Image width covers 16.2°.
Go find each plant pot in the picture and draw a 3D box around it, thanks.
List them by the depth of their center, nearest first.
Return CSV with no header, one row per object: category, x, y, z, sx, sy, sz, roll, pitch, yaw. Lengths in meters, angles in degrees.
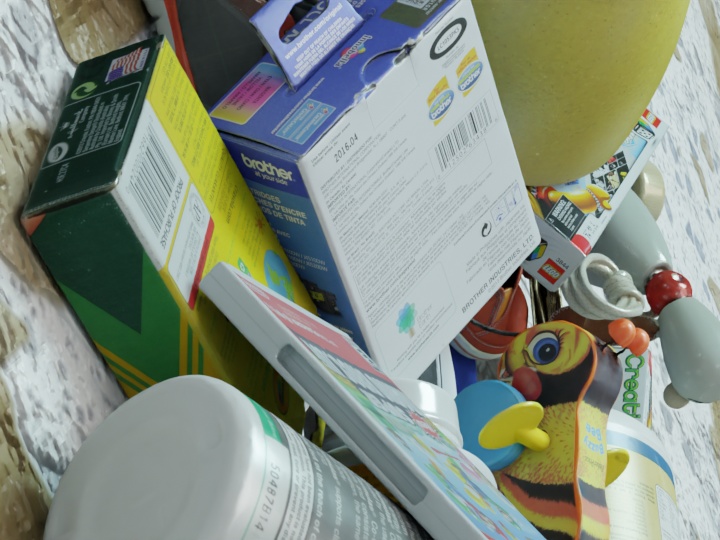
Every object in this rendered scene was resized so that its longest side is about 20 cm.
plant pot,0.100,-0.166,1.348,0.200,0.142,0.200,15,55,-23

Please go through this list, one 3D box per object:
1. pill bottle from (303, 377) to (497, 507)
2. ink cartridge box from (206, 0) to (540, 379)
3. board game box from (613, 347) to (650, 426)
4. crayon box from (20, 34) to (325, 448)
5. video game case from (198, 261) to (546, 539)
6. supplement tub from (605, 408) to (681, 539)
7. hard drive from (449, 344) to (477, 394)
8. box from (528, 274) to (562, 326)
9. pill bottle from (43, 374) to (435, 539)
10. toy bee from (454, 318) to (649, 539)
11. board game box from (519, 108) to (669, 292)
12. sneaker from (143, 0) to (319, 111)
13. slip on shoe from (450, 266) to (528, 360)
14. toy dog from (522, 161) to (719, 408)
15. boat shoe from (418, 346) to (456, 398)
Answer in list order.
pill bottle,0.017,0.156,1.207,0.109,0.109,0.200,47,32,-53
ink cartridge box,0.004,-0.055,1.246,0.136,0.076,0.200,-46,138,-28
board game box,0.164,0.167,1.624,0.126,0.035,0.200,80,15,-55
crayon box,-0.076,0.010,1.156,0.127,0.051,0.200,-79,147,-54
video game case,0.023,0.081,1.111,0.200,0.017,0.143,46,6,27
supplement tub,0.110,0.189,1.392,0.145,0.144,0.200,51,29,-49
hard drive,0.035,0.022,1.508,0.132,0.025,0.200,51,28,-48
box,0.126,0.063,1.649,0.200,0.021,0.164,78,8,-60
pill bottle,-0.024,0.136,1.035,0.200,0.113,0.113,38,37,-36
toy bee,0.097,0.070,1.298,0.131,0.109,0.200,-9,80,-64
board game box,0.097,-0.077,1.443,0.126,0.035,0.200,39,31,0
sneaker,-0.052,-0.102,1.275,0.077,0.082,0.200,-41,113,-70
slip on shoe,0.070,0.003,1.485,0.200,0.061,0.074,44,32,-64
toy dog,0.146,0.012,1.502,0.132,0.096,0.200,20,33,-19
boat shoe,0.000,0.000,1.367,0.068,0.072,0.200,20,58,-62
